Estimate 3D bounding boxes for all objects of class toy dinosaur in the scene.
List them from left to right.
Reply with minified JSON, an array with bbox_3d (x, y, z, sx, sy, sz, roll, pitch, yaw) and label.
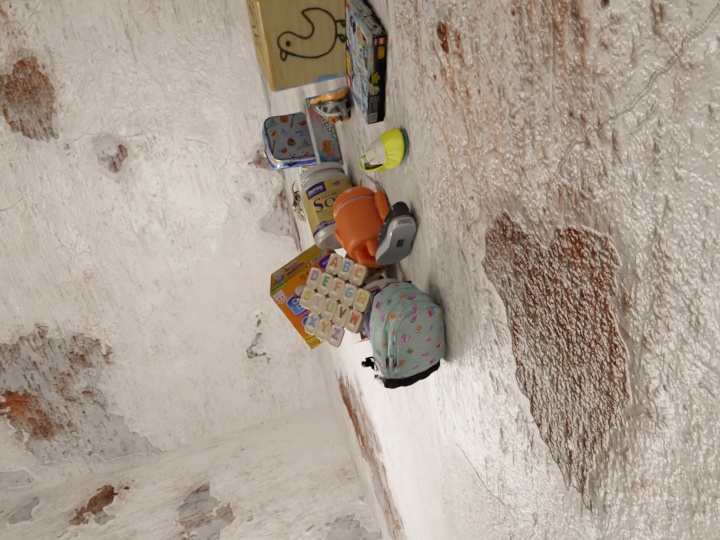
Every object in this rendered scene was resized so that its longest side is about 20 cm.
[{"bbox_3d":[-0.292,-0.319,2.981,0.088,0.047,0.201,108,149,-84],"label":"toy dinosaur"}]

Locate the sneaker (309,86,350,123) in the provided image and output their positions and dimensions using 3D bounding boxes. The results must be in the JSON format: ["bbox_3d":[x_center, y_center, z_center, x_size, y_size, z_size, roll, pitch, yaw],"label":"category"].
[{"bbox_3d":[-0.071,-0.396,1.598,0.200,0.078,0.077,-139,26,-74],"label":"sneaker"}]

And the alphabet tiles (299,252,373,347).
[{"bbox_3d":[-0.059,0.066,1.487,0.200,0.015,0.196,23,93,41],"label":"alphabet tiles"}]

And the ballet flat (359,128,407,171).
[{"bbox_3d":[0.037,-0.224,1.269,0.200,0.067,0.067,172,84,-80],"label":"ballet flat"}]

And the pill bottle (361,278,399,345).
[{"bbox_3d":[0.070,0.128,1.453,0.116,0.115,0.201,95,159,-62],"label":"pill bottle"}]

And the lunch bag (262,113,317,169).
[{"bbox_3d":[-0.189,-0.373,1.905,0.076,0.199,0.161,128,127,-67],"label":"lunch bag"}]

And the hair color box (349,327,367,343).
[{"bbox_3d":[0.003,0.161,2.012,0.200,0.064,0.111,126,129,-79],"label":"hair color box"}]

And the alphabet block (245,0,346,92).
[{"bbox_3d":[-0.138,-0.538,1.429,0.197,0.195,0.201,-118,15,-46],"label":"alphabet block"}]

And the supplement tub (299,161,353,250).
[{"bbox_3d":[-0.077,-0.171,1.739,0.145,0.145,0.201,103,150,-69],"label":"supplement tub"}]

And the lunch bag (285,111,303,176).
[{"bbox_3d":[-0.204,-0.439,2.242,0.200,0.077,0.161,91,163,-55],"label":"lunch bag"}]

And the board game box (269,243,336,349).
[{"bbox_3d":[-0.119,0.060,1.853,0.200,0.200,0.200,55,-176,-17],"label":"board game box"}]

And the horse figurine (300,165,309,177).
[{"bbox_3d":[-0.112,-0.269,1.936,0.200,0.132,0.050,-172,98,-84],"label":"horse figurine"}]

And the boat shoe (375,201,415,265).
[{"bbox_3d":[0.066,-0.075,1.333,0.200,0.070,0.067,101,160,-66],"label":"boat shoe"}]

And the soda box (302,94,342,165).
[{"bbox_3d":[-0.106,-0.384,1.826,0.068,0.063,0.201,-155,50,-77],"label":"soda box"}]

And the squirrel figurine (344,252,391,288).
[{"bbox_3d":[0.000,0.000,1.612,0.200,0.141,0.187,-119,24,-46],"label":"squirrel figurine"}]

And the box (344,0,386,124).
[{"bbox_3d":[0.009,-0.401,1.251,0.200,0.040,0.137,90,161,-55],"label":"box"}]

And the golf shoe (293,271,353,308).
[{"bbox_3d":[-0.080,0.044,1.568,0.199,0.072,0.093,3,82,42],"label":"golf shoe"}]

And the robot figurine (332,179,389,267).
[{"bbox_3d":[0.004,-0.104,1.477,0.144,0.116,0.201,96,157,-62],"label":"robot figurine"}]

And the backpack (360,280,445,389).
[{"bbox_3d":[0.093,0.121,1.277,0.126,0.166,0.201,32,136,47],"label":"backpack"}]
